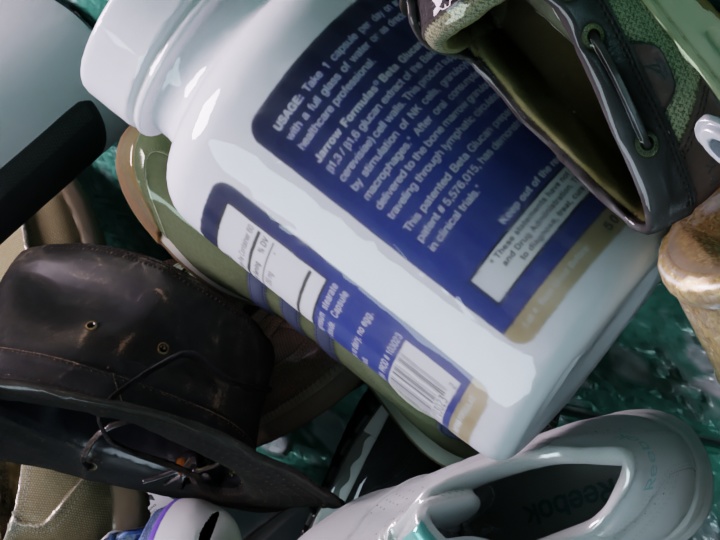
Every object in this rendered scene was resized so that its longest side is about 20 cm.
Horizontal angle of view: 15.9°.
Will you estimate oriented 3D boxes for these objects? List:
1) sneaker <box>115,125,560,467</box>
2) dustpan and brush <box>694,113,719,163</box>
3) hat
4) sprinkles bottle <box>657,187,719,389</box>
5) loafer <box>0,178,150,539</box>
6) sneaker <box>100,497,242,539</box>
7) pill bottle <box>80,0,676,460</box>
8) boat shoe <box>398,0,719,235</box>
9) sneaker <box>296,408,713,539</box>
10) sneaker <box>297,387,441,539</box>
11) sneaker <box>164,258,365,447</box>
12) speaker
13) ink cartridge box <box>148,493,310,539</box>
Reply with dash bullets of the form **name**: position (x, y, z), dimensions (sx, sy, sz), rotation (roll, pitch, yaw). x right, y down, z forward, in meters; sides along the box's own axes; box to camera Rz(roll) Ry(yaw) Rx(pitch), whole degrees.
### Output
- **sneaker**: position (0.000, 0.000, 0.978), dimensions (0.200, 0.067, 0.090), rotation (41, 163, -9)
- **dustpan and brush**: position (0.192, -0.001, 0.751), dimensions (0.200, 0.057, 0.140), rotation (36, 152, 14)
- **hat**: position (-0.096, 0.035, 1.003), dimensions (0.200, 0.081, 0.201), rotation (13, 169, 3)
- **sprinkles bottle**: position (0.168, 0.061, 0.858), dimensions (0.068, 0.068, 0.200), rotation (4, 132, 49)
- **loafer**: position (-0.144, 0.036, 1.133), dimensions (0.076, 0.067, 0.200), rotation (-47, 55, 59)
- **sneaker**: position (-0.129, 0.149, 1.073), dimensions (0.146, 0.081, 0.200), rotation (15, 143, 8)
- **pill bottle**: position (0.005, -0.036, 0.890), dimensions (0.200, 0.111, 0.111), rotation (38, 151, 9)
- **boat shoe**: position (0.044, -0.095, 0.811), dimensions (0.200, 0.065, 0.073), rotation (43, 153, 4)
- **sneaker**: position (0.025, 0.102, 0.926), dimensions (0.075, 0.200, 0.088), rotation (64, -162, 14)
- **sneaker**: position (0.016, 0.126, 1.085), dimensions (0.088, 0.076, 0.200), rotation (23, 112, 1)
- **sneaker**: position (-0.064, 0.031, 1.108), dimensions (0.200, 0.070, 0.076), rotation (-15, 112, 56)
- **speaker**: position (-0.187, -0.027, 1.049), dimensions (0.081, 0.200, 0.081), rotation (32, 149, 23)
- **ink cartridge box**: position (-0.075, 0.157, 1.234), dimensions (0.200, 0.083, 0.147), rotation (22, 146, 55)
